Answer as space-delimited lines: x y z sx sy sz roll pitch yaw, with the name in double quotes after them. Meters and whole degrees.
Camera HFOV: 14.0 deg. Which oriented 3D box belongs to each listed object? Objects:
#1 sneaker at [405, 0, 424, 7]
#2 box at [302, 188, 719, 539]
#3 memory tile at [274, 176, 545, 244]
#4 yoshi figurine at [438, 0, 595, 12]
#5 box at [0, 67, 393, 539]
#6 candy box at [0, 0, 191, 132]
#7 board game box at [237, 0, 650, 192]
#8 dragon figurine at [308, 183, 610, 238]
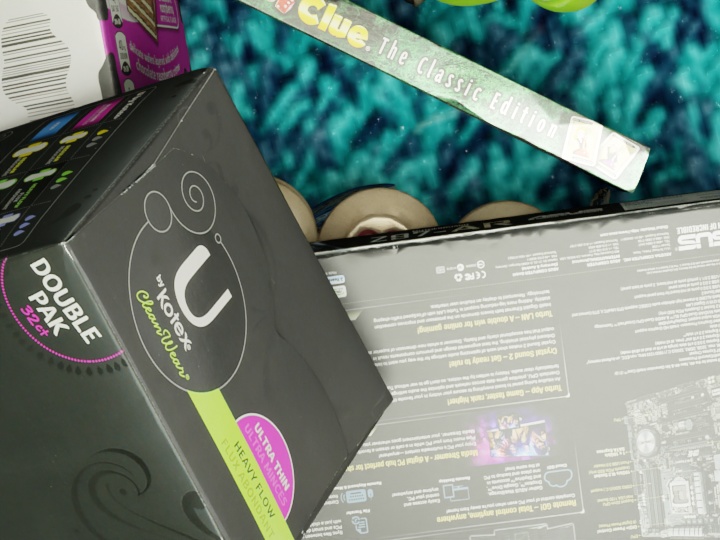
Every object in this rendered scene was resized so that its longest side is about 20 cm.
0.078 -0.151 1.161 0.198 0.076 0.115 12 94 3 "sneaker"
0.060 0.061 1.108 0.199 0.044 0.161 -8 96 2 "box"
-0.021 0.040 1.139 0.199 0.017 0.154 6 97 1 "memory tile"
0.002 -0.158 1.058 0.199 0.113 0.112 32 58 11 "yoshi figurine"
-0.120 0.039 1.036 0.199 0.124 0.149 -14 115 32 "box"
-0.118 -0.143 1.128 0.061 0.136 0.201 -11 93 9 "candy box"
0.018 -0.083 1.147 0.199 0.105 0.024 26 96 -1 "board game box"
0.000 0.000 1.171 0.200 0.059 0.100 -35 94 5 "dragon figurine"
